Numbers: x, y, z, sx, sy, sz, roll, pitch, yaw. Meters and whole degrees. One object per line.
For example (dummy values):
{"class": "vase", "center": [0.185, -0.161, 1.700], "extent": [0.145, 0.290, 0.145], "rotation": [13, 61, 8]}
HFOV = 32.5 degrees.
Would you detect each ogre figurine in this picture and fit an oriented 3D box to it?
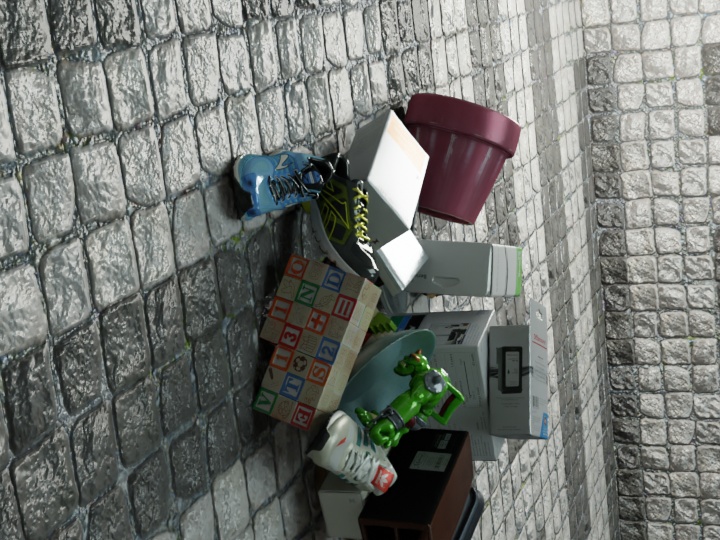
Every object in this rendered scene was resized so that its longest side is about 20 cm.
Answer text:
{"class": "ogre figurine", "center": [0.067, 0.175, 1.624], "extent": [0.098, 0.120, 0.200], "rotation": [51, 4, 26]}

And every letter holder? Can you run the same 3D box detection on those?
{"class": "letter holder", "center": [0.084, 0.331, 1.674], "extent": [0.200, 0.099, 0.144], "rotation": [-56, 141, -55]}

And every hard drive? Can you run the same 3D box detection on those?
{"class": "hard drive", "center": [0.020, -0.075, 1.804], "extent": [0.202, 0.026, 0.132], "rotation": [57, 29, -8]}

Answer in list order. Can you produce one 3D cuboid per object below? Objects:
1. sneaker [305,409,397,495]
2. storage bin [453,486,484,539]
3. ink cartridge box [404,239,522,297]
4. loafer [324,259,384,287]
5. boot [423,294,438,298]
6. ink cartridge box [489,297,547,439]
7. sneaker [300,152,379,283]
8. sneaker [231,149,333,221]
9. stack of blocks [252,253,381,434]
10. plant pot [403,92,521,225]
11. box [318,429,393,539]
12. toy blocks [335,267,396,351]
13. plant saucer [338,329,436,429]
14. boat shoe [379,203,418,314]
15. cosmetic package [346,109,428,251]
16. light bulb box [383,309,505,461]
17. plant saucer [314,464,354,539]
{"class": "sneaker", "center": [-0.001, 0.234, 1.550], "extent": [0.071, 0.093, 0.200], "rotation": [-56, 161, -5]}
{"class": "storage bin", "center": [0.072, 0.382, 1.868], "extent": [0.134, 0.144, 0.202], "rotation": [46, 64, -40]}
{"class": "ink cartridge box", "center": [0.165, -0.002, 1.961], "extent": [0.200, 0.143, 0.086], "rotation": [3, 90, -70]}
{"class": "loafer", "center": [0.000, 0.000, 1.797], "extent": [0.200, 0.070, 0.074], "rotation": [-54, 137, -57]}
{"class": "boot", "center": [0.129, 0.017, 2.146], "extent": [0.200, 0.073, 0.077], "rotation": [34, 72, -56]}
{"class": "ink cartridge box", "center": [0.238, 0.149, 1.860], "extent": [0.116, 0.067, 0.204], "rotation": [27, 63, -67]}
{"class": "sneaker", "center": [-0.021, -0.074, 1.628], "extent": [0.074, 0.084, 0.201], "rotation": [21, 35, -59]}
{"class": "sneaker", "center": [-0.094, -0.116, 1.545], "extent": [0.200, 0.089, 0.080], "rotation": [-40, 124, -62]}
{"class": "stack of blocks", "center": [-0.065, 0.095, 1.566], "extent": [0.058, 0.114, 0.203], "rotation": [34, 75, -62]}
{"class": "plant pot", "center": [0.154, -0.179, 2.065], "extent": [0.200, 0.197, 0.182], "rotation": [21, 84, -66]}
{"class": "box", "center": [0.012, 0.278, 1.715], "extent": [0.200, 0.067, 0.083], "rotation": [-53, 137, -56]}
{"class": "toy blocks", "center": [-0.027, 0.106, 1.676], "extent": [0.137, 0.099, 0.200], "rotation": [-50, 147, -10]}
{"class": "plant saucer", "center": [0.017, 0.143, 1.660], "extent": [0.200, 0.039, 0.202], "rotation": [-36, 156, -19]}
{"class": "boat shoe", "center": [0.062, -0.029, 1.964], "extent": [0.074, 0.064, 0.206], "rotation": [12, 78, -67]}
{"class": "cosmetic package", "center": [0.031, -0.132, 1.771], "extent": [0.102, 0.071, 0.201], "rotation": [48, 32, -22]}
{"class": "light bulb box", "center": [0.115, 0.177, 1.902], "extent": [0.125, 0.197, 0.201], "rotation": [-54, 137, -59]}
{"class": "plant saucer", "center": [-0.022, 0.283, 1.768], "extent": [0.200, 0.035, 0.204], "rotation": [-1, 90, -68]}
